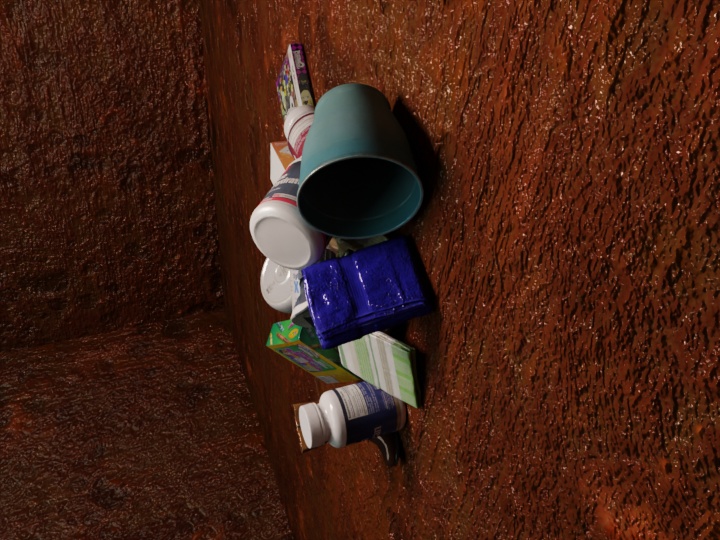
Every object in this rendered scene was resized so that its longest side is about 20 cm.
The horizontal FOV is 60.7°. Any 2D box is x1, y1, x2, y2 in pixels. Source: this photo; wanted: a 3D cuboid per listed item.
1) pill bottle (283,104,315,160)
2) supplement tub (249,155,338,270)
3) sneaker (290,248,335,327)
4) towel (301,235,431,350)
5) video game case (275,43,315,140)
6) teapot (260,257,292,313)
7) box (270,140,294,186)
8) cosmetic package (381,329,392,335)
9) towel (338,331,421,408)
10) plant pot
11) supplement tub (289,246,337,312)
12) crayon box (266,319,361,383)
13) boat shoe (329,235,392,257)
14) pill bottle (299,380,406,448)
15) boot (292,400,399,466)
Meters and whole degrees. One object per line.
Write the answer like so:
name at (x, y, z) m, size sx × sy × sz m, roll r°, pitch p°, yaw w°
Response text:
pill bottle at (-0.087, -0.256, 1.275) m, size 0.201 × 0.112 × 0.116 m, roll -121°, pitch 28°, yaw -45°
supplement tub at (-0.097, -0.114, 1.103) m, size 0.142 × 0.138 × 0.201 m, roll 102°, pitch -168°, yaw -48°
sneaker at (-0.059, 0.014, 1.154) m, size 0.201 × 0.076 × 0.149 m, roll -23°, pitch 48°, yaw 50°
towel at (0.007, 0.032, 1.022) m, size 0.050 × 0.196 × 0.150 m, roll 81°, pitch 171°, yaw -70°
video game case at (-0.162, -0.425, 1.518) m, size 0.200 × 0.035 × 0.185 m, roll 151°, pitch 109°, yaw -70°
teapot at (-0.147, 0.025, 1.557) m, size 0.195 × 0.145 × 0.204 m, roll -7°, pitch 69°, yaw 41°
box at (-0.119, -0.203, 1.380) m, size 0.201 × 0.122 × 0.099 m, roll -121°, pitch 28°, yaw -44°
cosmetic package at (0.020, 0.104, 1.193) m, size 0.082 × 0.051 × 0.202 m, roll 32°, pitch 142°, yaw 14°
towel at (0.031, 0.163, 1.155) m, size 0.198 × 0.031 × 0.151 m, roll 23°, pitch 138°, yaw 38°
plant pot at (-0.006, -0.186, 0.994) m, size 0.201 × 0.196 × 0.191 m, roll 110°, pitch 160°, yaw -55°
supplement tub at (-0.096, 0.019, 1.396) m, size 0.132 × 0.129 × 0.205 m, roll -174°, pitch 79°, yaw -70°
crayon box at (-0.095, 0.180, 1.359) m, size 0.118 × 0.199 × 0.059 m, roll -15°, pitch 48°, yaw 43°
boat shoe at (-0.011, -0.040, 1.144) m, size 0.074 × 0.067 × 0.198 m, roll 41°, pitch 164°, yaw -36°
pill bottle at (-0.018, 0.286, 1.224) m, size 0.111 × 0.196 × 0.113 m, roll 169°, pitch 90°, yaw -71°
boot at (-0.030, 0.342, 1.288) m, size 0.069 × 0.196 × 0.191 m, roll 110°, pitch 145°, yaw -54°
